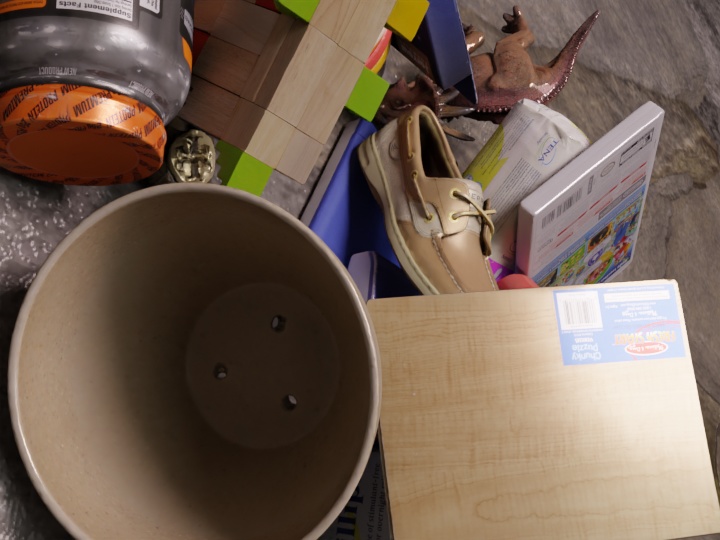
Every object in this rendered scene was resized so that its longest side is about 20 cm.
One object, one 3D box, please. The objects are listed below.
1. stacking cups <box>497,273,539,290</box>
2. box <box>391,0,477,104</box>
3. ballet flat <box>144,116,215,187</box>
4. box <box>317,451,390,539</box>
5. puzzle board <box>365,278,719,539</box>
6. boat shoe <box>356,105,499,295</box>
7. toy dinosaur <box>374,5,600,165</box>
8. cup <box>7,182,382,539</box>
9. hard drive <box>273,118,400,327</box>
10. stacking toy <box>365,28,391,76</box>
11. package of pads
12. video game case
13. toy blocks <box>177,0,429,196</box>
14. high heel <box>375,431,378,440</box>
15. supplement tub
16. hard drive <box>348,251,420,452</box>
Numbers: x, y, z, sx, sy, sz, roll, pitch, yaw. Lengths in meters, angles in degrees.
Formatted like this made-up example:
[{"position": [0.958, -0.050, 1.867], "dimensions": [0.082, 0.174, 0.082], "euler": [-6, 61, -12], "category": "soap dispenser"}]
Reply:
[{"position": [0.132, 0.054, 0.785], "dimensions": [0.061, 0.060, 0.200], "euler": [56, 1, -27], "category": "stacking cups"}, {"position": [0.027, -0.214, 0.821], "dimensions": [0.032, 0.121, 0.201], "euler": [-32, 137, -10], "category": "box"}, {"position": [-0.123, -0.142, 0.723], "dimensions": [0.067, 0.046, 0.203], "euler": [-3, 83, -53], "category": "ballet flat"}, {"position": [0.083, 0.193, 0.776], "dimensions": [0.183, 0.198, 0.106], "euler": [31, 56, -44], "category": "box"}, {"position": [0.105, 0.086, 0.662], "dimensions": [0.197, 0.017, 0.153], "euler": [-3, 75, -13], "category": "puzzle board"}, {"position": [0.058, -0.040, 0.809], "dimensions": [0.074, 0.066, 0.202], "euler": [21, 34, -47], "category": "boat shoe"}, {"position": [0.103, -0.145, 0.927], "dimensions": [0.136, 0.197, 0.087], "euler": [-68, 142, -57], "category": "toy dinosaur"}, {"position": [-0.072, 0.058, 0.640], "dimensions": [0.143, 0.197, 0.204], "euler": [2, 78, -77], "category": "cup"}, {"position": [0.000, 0.000, 0.865], "dimensions": [0.132, 0.025, 0.202], "euler": [52, 43, -31], "category": "hard drive"}, {"position": [-0.024, -0.170, 0.816], "dimensions": [0.200, 0.144, 0.149], "euler": [40, 46, -72], "category": "stacking toy"}, {"position": [0.142, -0.043, 0.940], "dimensions": [0.155, 0.068, 0.199], "euler": [-54, 152, 9], "category": "package of pads"}, {"position": [0.177, -0.028, 0.919], "dimensions": [0.143, 0.018, 0.201], "euler": [-38, 150, -19], "category": "video game case"}, {"position": [-0.055, -0.147, 0.666], "dimensions": [0.099, 0.136, 0.202], "euler": [25, 93, -47], "category": "toy blocks"}, {"position": [0.071, 0.068, 0.768], "dimensions": [0.200, 0.095, 0.068], "euler": [-35, 109, -52], "category": "high heel"}, {"position": [-0.151, -0.157, 0.628], "dimensions": [0.122, 0.121, 0.203], "euler": [19, 67, -49], "category": "supplement tub"}, {"position": [0.054, 0.086, 0.858], "dimensions": [0.199, 0.025, 0.134], "euler": [32, 57, -46], "category": "hard drive"}]
